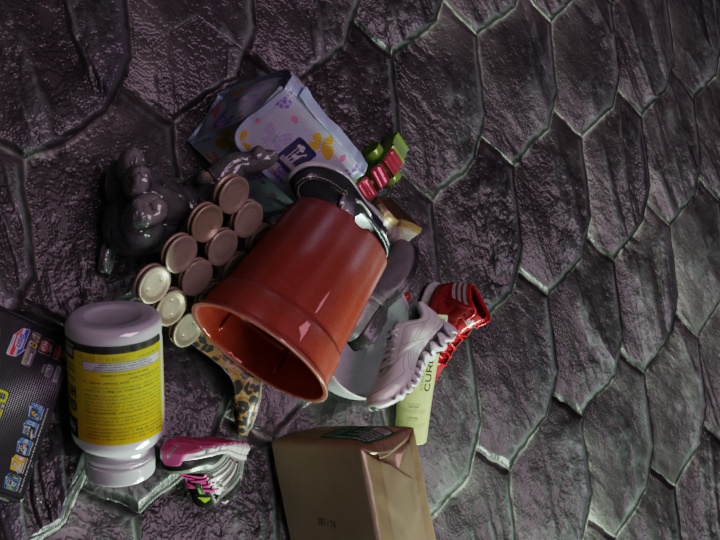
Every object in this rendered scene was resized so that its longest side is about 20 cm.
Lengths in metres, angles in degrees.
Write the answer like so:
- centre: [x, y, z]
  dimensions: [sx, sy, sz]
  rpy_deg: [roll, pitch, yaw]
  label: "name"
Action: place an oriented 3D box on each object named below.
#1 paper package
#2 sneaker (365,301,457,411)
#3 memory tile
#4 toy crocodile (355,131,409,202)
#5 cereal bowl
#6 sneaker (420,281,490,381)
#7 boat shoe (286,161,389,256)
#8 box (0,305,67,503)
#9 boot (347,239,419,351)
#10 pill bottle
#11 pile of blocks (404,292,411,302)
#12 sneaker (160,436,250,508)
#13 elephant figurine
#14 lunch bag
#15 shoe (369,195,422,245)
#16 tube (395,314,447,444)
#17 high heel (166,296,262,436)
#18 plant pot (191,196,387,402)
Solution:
- centre: [-0.012, 0.309, 1.556]
  dimensions: [0.103, 0.199, 0.193]
  rpy_deg: [-16, 96, -41]
  label: "paper package"
- centre: [0.058, 0.124, 1.649]
  dimensions: [0.081, 0.075, 0.200]
  rpy_deg: [50, 49, -10]
  label: "sneaker"
- centre: [-0.192, -0.012, 1.436]
  dimensions: [0.200, 0.017, 0.154]
  rpy_deg: [-50, 144, -16]
  label: "memory tile"
- centre: [0.021, -0.144, 1.769]
  dimensions: [0.200, 0.061, 0.068]
  rpy_deg: [-50, 117, -38]
  label: "toy crocodile"
- centre: [-0.018, 0.091, 1.677]
  dimensions: [0.199, 0.083, 0.202]
  rpy_deg: [10, 75, -43]
  label: "cereal bowl"
- centre: [0.134, 0.103, 1.800]
  dimensions: [0.078, 0.115, 0.202]
  rpy_deg: [30, 63, -37]
  label: "sneaker"
- centre: [-0.022, -0.074, 1.517]
  dimensions: [0.199, 0.075, 0.061]
  rpy_deg: [32, 31, -45]
  label: "boat shoe"
- centre: [-0.426, 0.142, 1.296]
  dimensions: [0.160, 0.044, 0.202]
  rpy_deg: [32, 62, -37]
  label: "box"
- centre: [0.000, 0.000, 1.610]
  dimensions: [0.132, 0.070, 0.201]
  rpy_deg: [45, 50, -22]
  label: "boot"
- centre: [-0.288, 0.146, 1.357]
  dimensions: [0.112, 0.112, 0.202]
  rpy_deg: [-17, 115, -44]
  label: "pill bottle"
- centre: [0.046, 0.012, 1.767]
  dimensions: [0.082, 0.062, 0.201]
  rpy_deg: [-43, 113, -39]
  label: "pile of blocks"
- centre: [-0.195, 0.257, 1.448]
  dimensions: [0.200, 0.073, 0.088]
  rpy_deg: [29, 66, -74]
  label: "sneaker"
- centre: [-0.217, -0.078, 1.458]
  dimensions: [0.199, 0.155, 0.143]
  rpy_deg: [4, 72, -36]
  label: "elephant figurine"
- centre: [-0.108, -0.170, 1.552]
  dimensions: [0.170, 0.199, 0.128]
  rpy_deg: [47, 54, -29]
  label: "lunch bag"
- centre: [0.040, -0.072, 1.720]
  dimensions: [0.070, 0.053, 0.200]
  rpy_deg: [46, 10, 14]
  label: "shoe"
- centre: [0.084, 0.163, 1.751]
  dimensions: [0.058, 0.052, 0.202]
  rpy_deg: [0, 99, -38]
  label: "tube"
- centre: [-0.204, 0.127, 1.525]
  dimensions: [0.141, 0.071, 0.202]
  rpy_deg: [-2, 101, -18]
  label: "high heel"
- centre: [-0.076, 0.028, 1.447]
  dimensions: [0.201, 0.200, 0.196]
  rpy_deg: [47, 64, -28]
  label: "plant pot"
